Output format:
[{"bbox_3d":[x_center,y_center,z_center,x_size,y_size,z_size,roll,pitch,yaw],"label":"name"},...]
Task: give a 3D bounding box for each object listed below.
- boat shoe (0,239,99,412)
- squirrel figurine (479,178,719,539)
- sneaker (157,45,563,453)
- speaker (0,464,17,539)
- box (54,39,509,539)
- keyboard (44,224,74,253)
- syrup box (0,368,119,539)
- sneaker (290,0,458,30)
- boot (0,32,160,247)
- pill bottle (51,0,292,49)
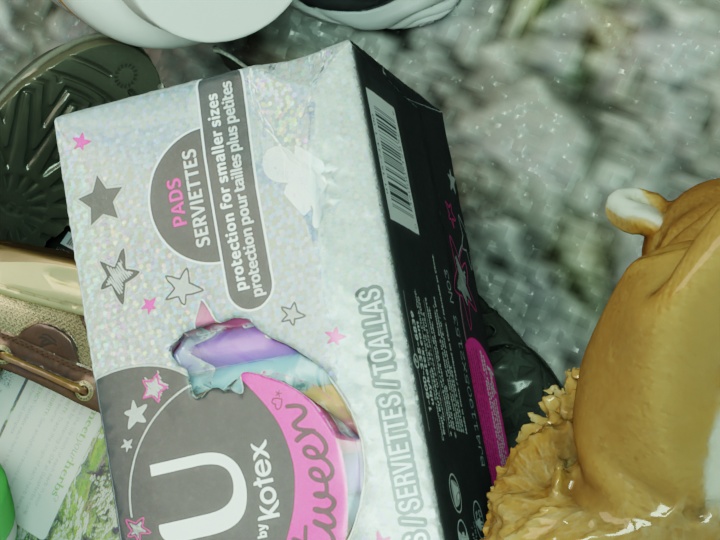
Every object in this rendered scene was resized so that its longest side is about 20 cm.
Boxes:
[{"bbox_3d":[-0.165,0.021,1.085,0.199,0.072,0.073,10,92,22],"label":"boat shoe"},{"bbox_3d":[0.111,0.038,0.904,0.200,0.141,0.187,-45,17,14],"label":"squirrel figurine"},{"bbox_3d":[0.003,-0.002,1.044,0.060,0.104,0.200,-38,50,-9],"label":"sneaker"},{"bbox_3d":[-0.183,0.167,1.091,0.088,0.088,0.201,35,129,39],"label":"speaker"},{"bbox_3d":[-0.022,0.040,0.936,0.114,0.132,0.201,-14,79,14],"label":"box"},{"bbox_3d":[-0.100,-0.012,1.166,0.200,0.040,0.104,25,79,52],"label":"keyboard"},{"bbox_3d":[-0.071,0.099,1.086,0.199,0.081,0.079,26,90,39],"label":"syrup box"},{"bbox_3d":[0.024,-0.156,1.078,0.199,0.114,0.076,-9,69,34],"label":"sneaker"},{"bbox_3d":[-0.182,-0.075,1.220,0.182,0.073,0.200,-43,34,10],"label":"boot"},{"bbox_3d":[-0.092,-0.154,1.124,0.112,0.111,0.200,-61,28,4],"label":"pill bottle"}]
